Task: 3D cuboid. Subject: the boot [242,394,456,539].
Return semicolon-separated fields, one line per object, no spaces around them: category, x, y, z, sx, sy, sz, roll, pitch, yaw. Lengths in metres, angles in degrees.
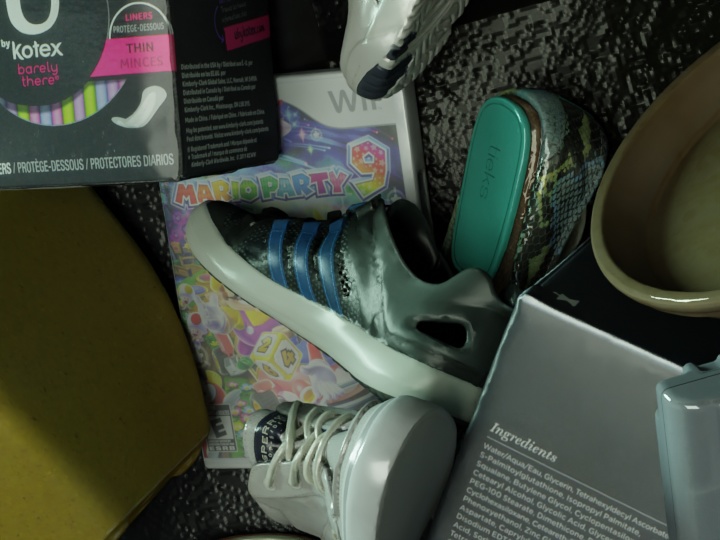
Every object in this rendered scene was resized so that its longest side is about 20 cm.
boot;-0.012;0.090;0.864;0.095;0.200;0.074;25;71;14

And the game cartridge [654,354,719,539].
game cartridge;0.218;0.076;0.787;0.199;0.042;0.134;-15;115;-7

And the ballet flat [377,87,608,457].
ballet flat;0.067;0.012;0.930;0.074;0.074;0.201;27;113;15

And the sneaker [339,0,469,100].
sneaker;-0.005;-0.188;0.902;0.129;0.079;0.200;22;112;18

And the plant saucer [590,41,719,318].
plant saucer;0.183;-0.052;0.803;0.199;0.201;0.029;-27;120;27

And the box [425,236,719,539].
box;0.106;0.099;0.891;0.107;0.148;0.201;25;113;15

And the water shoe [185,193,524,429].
water shoe;0.000;0.000;0.920;0.200;0.071;0.079;33;96;40

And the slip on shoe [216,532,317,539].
slip on shoe;-0.017;0.184;1.017;0.199;0.061;0.075;11;110;22

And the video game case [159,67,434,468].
video game case;-0.029;0.002;0.996;0.142;0.018;0.201;-3;102;25

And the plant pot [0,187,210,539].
plant pot;-0.195;0.070;0.995;0.200;0.196;0.194;43;119;1

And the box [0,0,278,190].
box;-0.119;-0.142;0.937;0.122;0.106;0.201;-2;96;23
